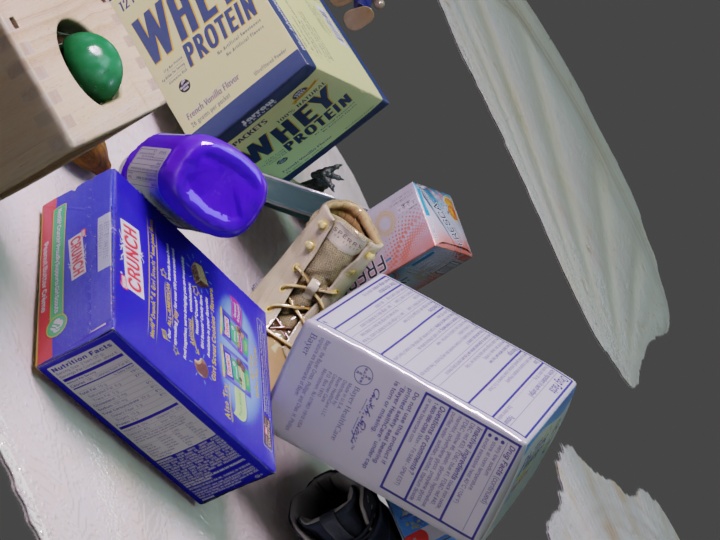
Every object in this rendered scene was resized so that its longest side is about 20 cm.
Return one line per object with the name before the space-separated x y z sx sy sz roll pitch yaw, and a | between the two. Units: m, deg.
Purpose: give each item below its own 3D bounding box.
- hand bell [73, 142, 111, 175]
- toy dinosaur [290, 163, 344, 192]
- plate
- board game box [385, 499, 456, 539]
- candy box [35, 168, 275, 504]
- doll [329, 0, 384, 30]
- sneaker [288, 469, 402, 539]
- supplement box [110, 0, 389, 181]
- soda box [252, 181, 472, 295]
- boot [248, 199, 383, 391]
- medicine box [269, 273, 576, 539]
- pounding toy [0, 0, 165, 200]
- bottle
hand bell | -0.239 -0.130 1.267 0.200 0.104 0.104 59 14 -54
toy dinosaur | -0.044 -0.076 1.712 0.200 0.088 0.048 45 64 -38
plate | -0.044 -0.059 1.581 0.200 0.200 0.026 20 88 -64
board game box | 0.079 0.244 1.430 0.200 0.056 0.196 63 -1 -31
candy box | -0.150 0.050 1.233 0.200 0.077 0.169 49 23 -39
doll | -0.009 -0.412 2.306 0.137 0.048 0.200 55 20 -25
sneaker | 0.009 0.255 1.355 0.202 0.077 0.146 64 4 35
supplement box | -0.108 -0.213 1.579 0.200 0.134 0.200 58 16 17
soda box | 0.000 0.000 1.505 0.064 0.200 0.068 15 49 -53
boot | -0.051 0.026 1.392 0.073 0.155 0.200 38 20 -6
medicine box | 0.051 0.107 1.338 0.200 0.103 0.182 29 19 12
pounding toy | -0.226 -0.133 1.074 0.142 0.200 0.184 60 20 -7
bottle | -0.142 -0.069 1.298 0.083 0.065 0.200 35 -9 -23
